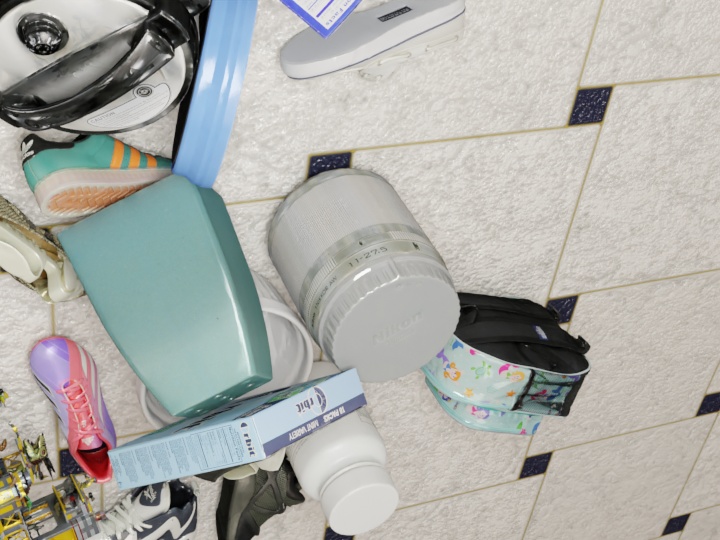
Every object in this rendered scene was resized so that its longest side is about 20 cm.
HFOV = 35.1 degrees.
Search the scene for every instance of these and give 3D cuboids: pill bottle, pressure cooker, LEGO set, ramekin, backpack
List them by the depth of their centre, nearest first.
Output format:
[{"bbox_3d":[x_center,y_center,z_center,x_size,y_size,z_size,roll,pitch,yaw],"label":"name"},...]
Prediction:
[{"bbox_3d":[-0.215,-0.203,0.892,0.178,0.201,0.176,5,144,-19],"label":"pressure cooker"},{"bbox_3d":[-0.352,0.213,1.224,0.115,0.200,0.154,-22,123,-21],"label":"LEGO set"},{"bbox_3d":[-0.161,0.085,1.271,0.199,0.105,0.201,-15,134,-16],"label":"ramekin"},{"bbox_3d":[-0.032,0.217,1.390,0.114,0.200,0.115,-15,134,-16],"label":"pill bottle"},{"bbox_3d":[0.159,0.109,1.421,0.199,0.178,0.151,14,115,-32],"label":"backpack"}]

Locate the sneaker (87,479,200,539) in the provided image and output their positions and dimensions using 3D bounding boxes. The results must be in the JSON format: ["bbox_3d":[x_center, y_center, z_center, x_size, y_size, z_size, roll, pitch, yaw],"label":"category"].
[{"bbox_3d":[-0.285,0.303,1.414,0.198,0.080,0.130,3,125,-31],"label":"sneaker"}]

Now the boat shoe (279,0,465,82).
[{"bbox_3d":[0.016,-0.220,1.130,0.199,0.071,0.070,-26,134,-16],"label":"boat shoe"}]

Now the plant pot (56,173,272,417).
[{"bbox_3d":[-0.171,0.033,1.101,0.141,0.201,0.141,-26,169,2],"label":"plant pot"}]

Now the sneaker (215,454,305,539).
[{"bbox_3d":[-0.131,0.316,1.511,0.114,0.076,0.200,2,122,-22],"label":"sneaker"}]

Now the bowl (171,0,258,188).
[{"bbox_3d":[-0.130,-0.174,0.999,0.039,0.201,0.201,12,123,-13],"label":"bowl"}]

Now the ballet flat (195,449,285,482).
[{"bbox_3d":[-0.135,0.214,1.383,0.199,0.068,0.068,-24,121,40],"label":"ballet flat"}]

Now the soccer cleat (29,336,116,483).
[{"bbox_3d":[-0.314,0.155,1.268,0.066,0.077,0.201,-19,135,-13],"label":"soccer cleat"}]

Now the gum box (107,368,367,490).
[{"bbox_3d":[-0.121,0.157,1.128,0.199,0.045,0.170,-17,180,36],"label":"gum box"}]

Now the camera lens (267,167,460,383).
[{"bbox_3d":[0.000,0.000,1.215,0.159,0.200,0.161,-15,134,-16],"label":"camera lens"}]

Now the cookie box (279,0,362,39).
[{"bbox_3d":[-0.092,-0.305,0.918,0.075,0.172,0.200,-42,136,15],"label":"cookie box"}]

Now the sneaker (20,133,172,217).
[{"bbox_3d":[-0.236,-0.100,1.095,0.071,0.080,0.200,-40,160,30],"label":"sneaker"}]

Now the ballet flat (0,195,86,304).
[{"bbox_3d":[-0.322,-0.010,1.118,0.068,0.075,0.200,-40,136,7],"label":"ballet flat"}]
